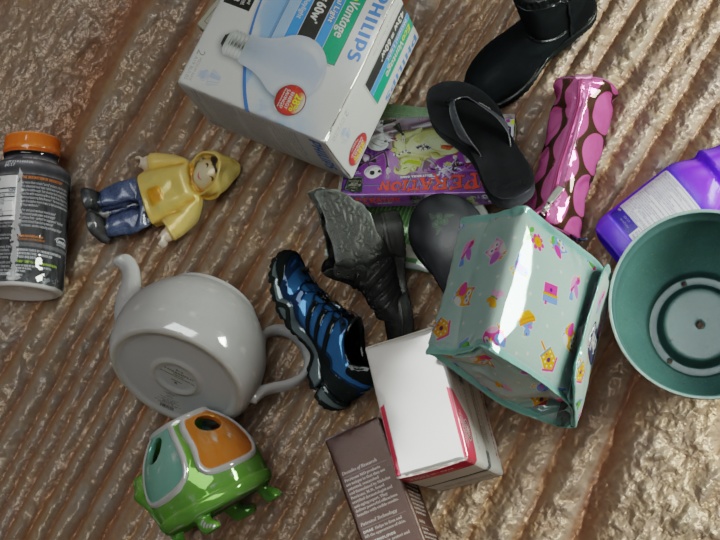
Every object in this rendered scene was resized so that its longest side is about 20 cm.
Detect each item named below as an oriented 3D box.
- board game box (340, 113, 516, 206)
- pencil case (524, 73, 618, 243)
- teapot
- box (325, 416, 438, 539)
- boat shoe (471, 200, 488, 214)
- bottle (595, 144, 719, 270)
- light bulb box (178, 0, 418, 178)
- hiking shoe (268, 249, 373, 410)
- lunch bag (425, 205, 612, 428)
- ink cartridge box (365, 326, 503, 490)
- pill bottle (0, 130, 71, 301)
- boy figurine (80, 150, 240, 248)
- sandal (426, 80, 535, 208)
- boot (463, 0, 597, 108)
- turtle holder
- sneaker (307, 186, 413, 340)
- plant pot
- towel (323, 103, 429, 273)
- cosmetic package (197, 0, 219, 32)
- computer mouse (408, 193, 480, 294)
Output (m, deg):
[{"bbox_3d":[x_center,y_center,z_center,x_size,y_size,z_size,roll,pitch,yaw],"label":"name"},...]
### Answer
[{"bbox_3d":[0.081,-0.129,1.689,0.198,0.032,0.121,-1,58,12],"label":"board game box"},{"bbox_3d":[0.238,-0.130,1.656,0.090,0.094,0.202,9,78,27],"label":"pencil case"},{"bbox_3d":[-0.186,0.075,1.686,0.196,0.201,0.147,-9,39,32],"label":"teapot"},{"bbox_3d":[0.034,0.273,1.609,0.074,0.100,0.201,-22,73,8],"label":"box"},{"bbox_3d":[0.141,0.013,1.660,0.063,0.071,0.202,-16,75,8],"label":"boat shoe"},{"bbox_3d":[0.364,-0.079,1.629,0.200,0.065,0.084,-39,72,2],"label":"bottle"},{"bbox_3d":[-0.068,-0.244,1.665,0.199,0.125,0.199,23,81,19],"label":"light bulb box"},{"bbox_3d":[-0.036,0.059,1.684,0.086,0.074,0.201,-30,81,28],"label":"hiking shoe"},{"bbox_3d":[0.184,0.054,1.503,0.121,0.199,0.172,-11,54,49],"label":"lunch bag"},{"bbox_3d":[0.084,0.156,1.573,0.084,0.200,0.146,-17,74,12],"label":"ink cartridge box"},{"bbox_3d":[-0.416,-0.070,1.797,0.105,0.106,0.202,-1,77,13],"label":"pill bottle"},{"bbox_3d":[-0.242,-0.091,1.783,0.198,0.064,0.125,-16,71,13],"label":"boy figurine"},{"bbox_3d":[0.141,-0.157,1.652,0.076,0.043,0.201,-28,54,-9],"label":"sandal"},{"bbox_3d":[0.189,-0.285,1.666,0.200,0.168,0.077,-39,72,3],"label":"boot"},{"bbox_3d":[-0.185,0.236,1.657,0.140,0.186,0.132,-26,82,-18],"label":"turtle holder"},{"bbox_3d":[0.001,0.001,1.662,0.103,0.060,0.202,-7,99,-12],"label":"sneaker"},{"bbox_3d":[0.370,0.049,1.560,0.198,0.134,0.202,-2,77,10],"label":"plant pot"},{"bbox_3d":[0.044,-0.102,1.737,0.151,0.023,0.202,8,78,15],"label":"towel"},{"bbox_3d":[-0.093,-0.275,1.783,0.200,0.073,0.104,41,88,18],"label":"cosmetic package"},{"bbox_3d":[0.131,-0.005,1.602,0.138,0.053,0.200,-40,83,1],"label":"computer mouse"}]
